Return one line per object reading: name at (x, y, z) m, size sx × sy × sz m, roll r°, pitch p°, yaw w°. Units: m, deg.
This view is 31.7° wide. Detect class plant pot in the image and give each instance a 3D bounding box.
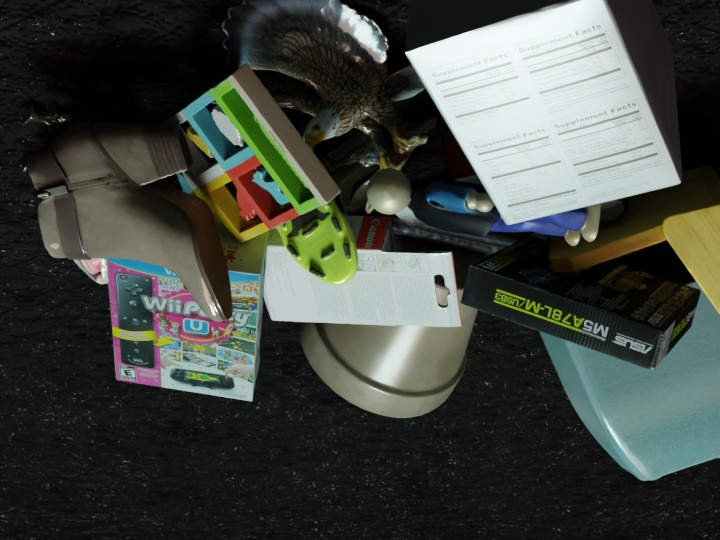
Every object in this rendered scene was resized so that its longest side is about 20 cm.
plant pot at (0.331, 0.123, 1.440) m, size 0.195 × 0.201 × 0.196 m, roll -17°, pitch 180°, yaw -1°
plant pot at (0.052, 0.033, 1.407) m, size 0.199 × 0.201 × 0.174 m, roll 10°, pitch 136°, yaw -21°

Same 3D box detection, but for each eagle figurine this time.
eagle figurine at (-0.034, -0.157, 1.104) m, size 0.200 × 0.151 × 0.152 m, roll 35°, pitch 102°, yaw -3°

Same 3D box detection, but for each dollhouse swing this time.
dollhouse swing at (0.308, 0.000, 1.250) m, size 0.175 × 0.182 × 0.200 m, roll -35°, pitch -173°, yaw 16°

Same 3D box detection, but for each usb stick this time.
usb stick at (0.081, -0.054, 1.351) m, size 0.199 × 0.056 × 0.033 m, roll 11°, pitch 142°, yaw -20°

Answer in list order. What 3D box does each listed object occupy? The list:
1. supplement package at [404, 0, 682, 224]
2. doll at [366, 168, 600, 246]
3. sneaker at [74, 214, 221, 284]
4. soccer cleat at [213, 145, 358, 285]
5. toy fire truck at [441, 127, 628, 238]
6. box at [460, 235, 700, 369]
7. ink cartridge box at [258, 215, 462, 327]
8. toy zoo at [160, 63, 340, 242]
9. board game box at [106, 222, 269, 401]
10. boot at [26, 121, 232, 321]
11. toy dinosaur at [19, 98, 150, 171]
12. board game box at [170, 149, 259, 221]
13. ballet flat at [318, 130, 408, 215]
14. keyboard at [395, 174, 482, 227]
supplement package at (0.146, -0.168, 0.981) m, size 0.150 × 0.152 × 0.200 m, roll -13°, pitch 137°, yaw 24°
doll at (0.102, -0.054, 1.111) m, size 0.199 × 0.049 × 0.136 m, roll 7°, pitch 173°, yaw -13°
sneaker at (-0.218, -0.025, 1.277) m, size 0.199 × 0.105 × 0.076 m, roll 7°, pitch 123°, yaw 43°
soccer cleat at (-0.065, -0.071, 1.193) m, size 0.065 × 0.200 × 0.084 m, roll -43°, pitch 172°, yaw 12°
toy fire truck at (0.132, -0.090, 1.241) m, size 0.176 × 0.129 × 0.200 m, roll 24°, pitch 134°, yaw -40°
box at (0.221, 0.026, 1.244) m, size 0.192 × 0.048 × 0.200 m, roll 17°, pitch -164°, yaw 20°
ink cartridge box at (0.000, 0.000, 1.247) m, size 0.199 × 0.051 × 0.109 m, roll 2°, pitch 136°, yaw 13°
toy zoo at (-0.109, -0.094, 1.107) m, size 0.131 × 0.020 × 0.200 m, roll 53°, pitch 150°, yaw -10°
board game box at (-0.169, 0.037, 1.246) m, size 0.146 × 0.065 × 0.201 m, roll 8°, pitch 137°, yaw 0°
boot at (-0.207, -0.036, 1.125) m, size 0.145 × 0.201 × 0.070 m, roll -14°, pitch -175°, yaw 8°
toy dinosaur at (-0.257, -0.124, 1.206) m, size 0.199 × 0.077 × 0.102 m, roll -27°, pitch 156°, yaw 33°
board game box at (-0.131, -0.041, 1.309) m, size 0.158 × 0.039 × 0.200 m, roll 39°, pitch 143°, yaw -10°
ballet flat at (-0.024, -0.084, 1.277) m, size 0.072 × 0.072 × 0.200 m, roll 19°, pitch 147°, yaw -34°
keyboard at (0.120, -0.074, 1.150) m, size 0.199 × 0.011 × 0.056 m, roll -12°, pitch 146°, yaw 24°
